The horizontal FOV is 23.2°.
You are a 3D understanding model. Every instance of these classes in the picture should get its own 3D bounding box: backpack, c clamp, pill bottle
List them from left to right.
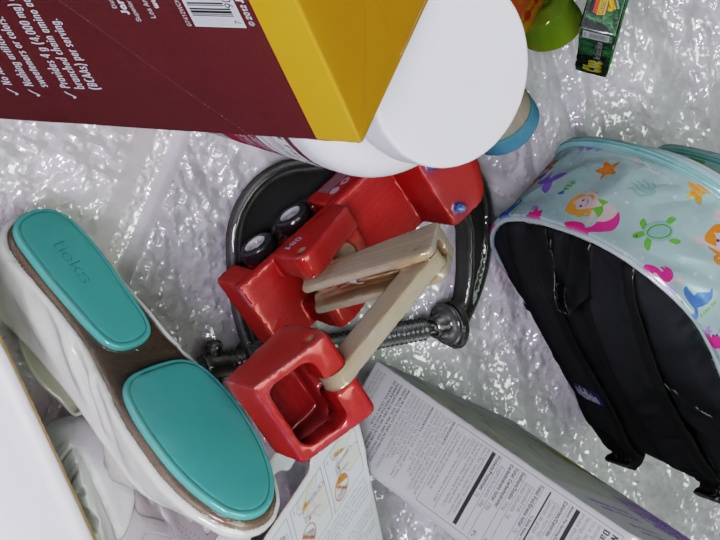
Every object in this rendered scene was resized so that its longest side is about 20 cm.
[{"bbox_3d":[-0.015,-0.106,0.827,0.113,0.200,0.113,-10,107,-33],"label":"pill bottle"},{"bbox_3d":[-0.006,0.016,0.976,0.200,0.027,0.171,-15,105,-29],"label":"c clamp"},{"bbox_3d":[0.175,0.012,1.000,0.151,0.177,0.200,-50,126,-15],"label":"backpack"}]

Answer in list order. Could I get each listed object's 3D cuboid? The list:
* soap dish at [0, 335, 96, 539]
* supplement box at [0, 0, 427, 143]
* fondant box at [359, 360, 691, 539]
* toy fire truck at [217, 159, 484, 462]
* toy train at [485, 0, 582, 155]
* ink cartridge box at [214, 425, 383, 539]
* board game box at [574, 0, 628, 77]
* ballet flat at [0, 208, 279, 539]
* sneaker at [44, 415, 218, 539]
[{"bbox_3d":[-0.205,0.123,0.780,0.157,0.081,0.200,-35,119,-30],"label":"soap dish"},{"bbox_3d":[-0.094,-0.167,0.683,0.133,0.200,0.197,-66,148,-31],"label":"supplement box"},{"bbox_3d":[0.099,0.132,0.949,0.144,0.200,0.058,27,95,-47],"label":"fondant box"},{"bbox_3d":[0.000,0.000,0.878,0.200,0.141,0.049,-42,116,-19],"label":"toy fire truck"},{"bbox_3d":[0.092,-0.169,0.968,0.200,0.085,0.116,-60,142,-16],"label":"toy train"},{"bbox_3d":[-0.045,0.168,0.905,0.162,0.050,0.200,-55,142,-42],"label":"ink cartridge box"},{"bbox_3d":[0.153,-0.211,0.946,0.023,0.105,0.200,16,86,5],"label":"board game box"},{"bbox_3d":[-0.111,0.058,0.827,0.069,0.200,0.069,-35,159,-15],"label":"ballet flat"},{"bbox_3d":[-0.107,0.142,0.914,0.099,0.078,0.200,-39,129,-28],"label":"sneaker"}]
